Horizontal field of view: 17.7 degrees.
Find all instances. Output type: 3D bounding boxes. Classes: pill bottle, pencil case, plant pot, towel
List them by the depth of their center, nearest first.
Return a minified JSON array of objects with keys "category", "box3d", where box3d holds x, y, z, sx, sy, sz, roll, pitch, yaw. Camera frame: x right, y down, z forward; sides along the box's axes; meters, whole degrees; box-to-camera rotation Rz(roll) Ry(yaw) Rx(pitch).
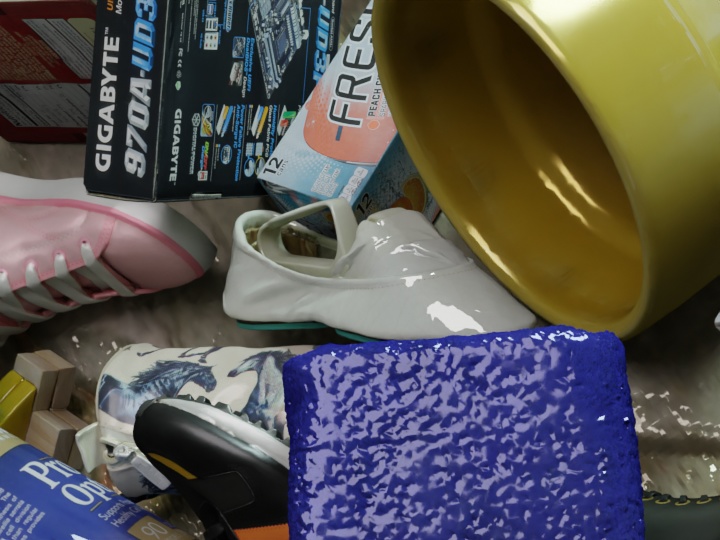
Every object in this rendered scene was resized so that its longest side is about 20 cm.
[{"category":"towel","box3d":[0.043,0.127,0.936,0.146,0.050,0.202,-4,76,3]},{"category":"pill bottle","box3d":[-0.171,0.131,1.050,0.199,0.112,0.112,28,70,11]},{"category":"plant pot","box3d":[0.136,-0.098,1.064,0.188,0.202,0.201,-32,47,-20]},{"category":"pencil case","box3d":[-0.029,0.076,1.082,0.199,0.078,0.090,0,31,26]}]

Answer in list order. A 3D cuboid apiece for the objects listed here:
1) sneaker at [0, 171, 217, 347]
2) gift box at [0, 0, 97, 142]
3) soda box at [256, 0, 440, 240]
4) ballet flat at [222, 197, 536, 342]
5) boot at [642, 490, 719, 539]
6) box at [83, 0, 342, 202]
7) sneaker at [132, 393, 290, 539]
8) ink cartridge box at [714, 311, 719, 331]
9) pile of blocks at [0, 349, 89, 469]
[{"category":"sneaker","box3d":[-0.171,0.006,1.211,0.199,0.075,0.105,10,67,32]},{"category":"gift box","box3d":[-0.133,-0.183,1.262,0.198,0.185,0.188,3,67,24]},{"category":"soda box","box3d":[0.032,-0.099,1.183,0.063,0.068,0.201,19,68,35]},{"category":"ballet flat","box3d":[0.000,0.000,1.082,0.199,0.069,0.070,6,58,50]},{"category":"boot","box3d":[0.151,0.101,0.983,0.200,0.078,0.138,-41,44,-7]},{"category":"box","box3d":[-0.066,-0.136,1.145,0.046,0.159,0.202,8,98,30]},{"category":"sneaker","box3d":[-0.028,0.136,0.995,0.199,0.070,0.090,35,74,1]},{"category":"ink cartridge box","box3d":[0.262,0.001,0.917,0.198,0.200,0.047,-57,19,-17]},{"category":"pile of blocks","box3d":[-0.205,0.120,1.138,0.062,0.082,0.200,28,72,38]}]
